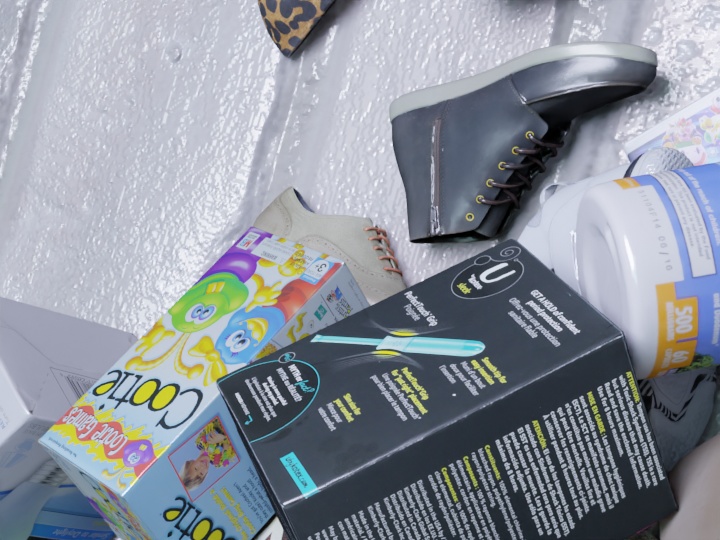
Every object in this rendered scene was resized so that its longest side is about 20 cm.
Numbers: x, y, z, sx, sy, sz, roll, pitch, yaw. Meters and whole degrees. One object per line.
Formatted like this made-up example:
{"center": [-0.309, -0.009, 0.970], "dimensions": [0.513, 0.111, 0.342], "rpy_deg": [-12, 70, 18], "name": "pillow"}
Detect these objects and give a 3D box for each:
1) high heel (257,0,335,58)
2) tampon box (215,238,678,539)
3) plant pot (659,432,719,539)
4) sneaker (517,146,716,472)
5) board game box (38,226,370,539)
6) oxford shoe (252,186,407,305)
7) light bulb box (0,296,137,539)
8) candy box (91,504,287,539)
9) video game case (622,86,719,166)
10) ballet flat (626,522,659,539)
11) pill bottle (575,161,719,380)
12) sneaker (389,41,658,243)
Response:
{"center": [0.021, -0.219, 1.130], "dimensions": [0.199, 0.071, 0.143], "rpy_deg": [10, 107, 18], "name": "high heel"}
{"center": [0.046, 0.099, 0.866], "dimensions": [0.199, 0.127, 0.150], "rpy_deg": [-25, 27, -8], "name": "tampon box"}
{"center": [0.267, 0.139, 0.836], "dimensions": [0.173, 0.199, 0.201], "rpy_deg": [-23, 67, 42], "name": "plant pot"}
{"center": [0.157, 0.028, 0.969], "dimensions": [0.115, 0.075, 0.201], "rpy_deg": [-8, 76, 43], "name": "sneaker"}
{"center": [-0.086, 0.085, 0.986], "dimensions": [0.103, 0.105, 0.200], "rpy_deg": [20, 59, 46], "name": "board game box"}
{"center": [0.000, 0.000, 1.073], "dimensions": [0.200, 0.071, 0.074], "rpy_deg": [29, 83, 28], "name": "oxford shoe"}
{"center": [-0.262, 0.136, 1.114], "dimensions": [0.200, 0.198, 0.125], "rpy_deg": [-44, 59, 15], "name": "light bulb box"}
{"center": [-0.083, 0.169, 1.024], "dimensions": [0.115, 0.055, 0.200], "rpy_deg": [-46, 41, -12], "name": "candy box"}
{"center": [0.265, -0.029, 0.957], "dimensions": [0.143, 0.018, 0.201], "rpy_deg": [-31, 65, 21], "name": "video game case"}
{"center": [0.176, 0.166, 0.939], "dimensions": [0.067, 0.068, 0.200], "rpy_deg": [-36, 63, -8], "name": "ballet flat"}
{"center": [0.230, -0.009, 0.860], "dimensions": [0.199, 0.112, 0.113], "rpy_deg": [-10, 71, -6], "name": "pill bottle"}
{"center": [0.113, -0.081, 1.031], "dimensions": [0.199, 0.075, 0.107], "rpy_deg": [-14, 76, 36], "name": "sneaker"}
